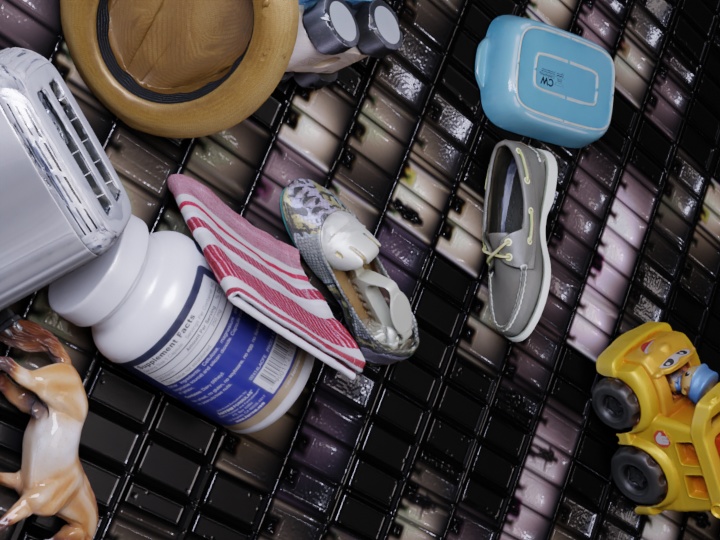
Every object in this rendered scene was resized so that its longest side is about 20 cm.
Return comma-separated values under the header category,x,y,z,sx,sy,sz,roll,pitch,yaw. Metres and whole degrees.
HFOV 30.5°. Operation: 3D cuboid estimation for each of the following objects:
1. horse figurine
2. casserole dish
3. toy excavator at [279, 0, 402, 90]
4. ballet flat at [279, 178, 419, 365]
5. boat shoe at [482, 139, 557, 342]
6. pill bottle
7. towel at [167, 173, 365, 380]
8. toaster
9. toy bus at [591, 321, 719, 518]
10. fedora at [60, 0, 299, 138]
category,x,y,z,sx,sy,sz,roll,pitch,yaw
horse figurine,-0.254,0.125,1.005,0.132,0.050,0.201,1,89,-38
casserole dish,0.203,-0.198,1.383,0.200,0.039,0.122,10,83,-38
toy excavator,-0.076,-0.262,1.116,0.194,0.100,0.201,-9,80,-55
ballet flat,0.000,0.000,1.199,0.072,0.072,0.201,-42,115,-31
boat shoe,0.151,-0.031,1.320,0.060,0.072,0.202,17,73,-36
pill bottle,-0.141,0.039,1.054,0.200,0.116,0.116,36,68,-33
towel,-0.078,0.001,1.065,0.144,0.200,0.023,34,101,-34
toaster,-0.251,-0.058,0.926,0.129,0.114,0.200,-24,106,9
toy bus,0.366,0.163,1.417,0.136,0.192,0.201,-28,106,-34
fedora,-0.137,-0.206,1.048,0.082,0.200,0.201,-67,136,-65
